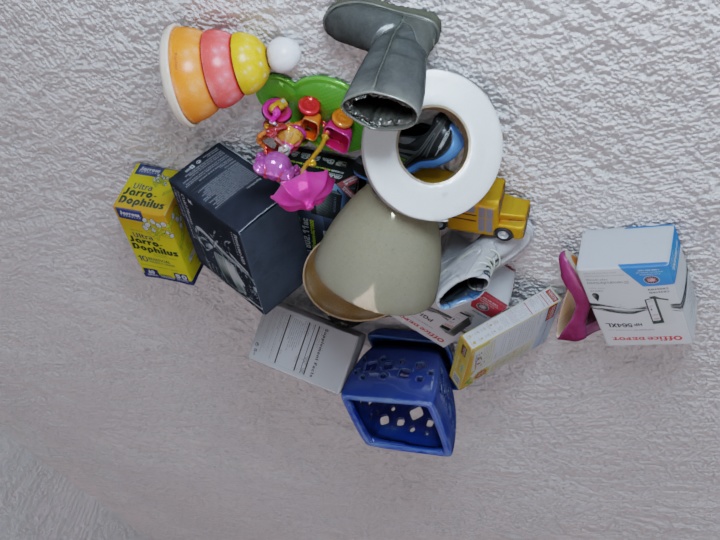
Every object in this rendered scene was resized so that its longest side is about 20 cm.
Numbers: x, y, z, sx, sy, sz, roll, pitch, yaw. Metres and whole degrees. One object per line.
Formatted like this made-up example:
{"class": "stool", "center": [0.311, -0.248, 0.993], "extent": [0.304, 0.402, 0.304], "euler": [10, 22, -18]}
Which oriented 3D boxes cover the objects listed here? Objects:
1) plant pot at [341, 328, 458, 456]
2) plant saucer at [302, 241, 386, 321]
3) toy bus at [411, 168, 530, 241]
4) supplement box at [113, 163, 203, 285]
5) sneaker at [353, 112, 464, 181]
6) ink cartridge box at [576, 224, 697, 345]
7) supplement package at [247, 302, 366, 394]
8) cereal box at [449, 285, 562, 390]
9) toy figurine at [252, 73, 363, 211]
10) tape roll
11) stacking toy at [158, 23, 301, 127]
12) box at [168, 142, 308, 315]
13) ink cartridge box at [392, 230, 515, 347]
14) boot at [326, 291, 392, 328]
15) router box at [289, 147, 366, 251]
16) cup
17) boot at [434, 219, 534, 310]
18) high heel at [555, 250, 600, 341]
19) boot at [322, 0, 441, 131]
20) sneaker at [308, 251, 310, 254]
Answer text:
{"class": "plant pot", "center": [0.094, 0.234, 1.773], "extent": [0.195, 0.183, 0.202], "euler": [3, 143, 23]}
{"class": "plant saucer", "center": [0.000, 0.000, 1.505], "extent": [0.195, 0.036, 0.204], "euler": [-1, 129, -1]}
{"class": "toy bus", "center": [0.163, -0.107, 1.383], "extent": [0.195, 0.066, 0.079], "euler": [10, 143, 16]}
{"class": "supplement box", "center": [-0.359, -0.083, 1.643], "extent": [0.106, 0.111, 0.202], "euler": [9, 143, 15]}
{"class": "sneaker", "center": [0.067, -0.188, 1.334], "extent": [0.197, 0.071, 0.084], "euler": [-15, 113, 42]}
{"class": "ink cartridge box", "center": [0.439, 0.028, 1.403], "extent": [0.143, 0.086, 0.201], "euler": [-4, 138, 32]}
{"class": "supplement package", "center": [-0.103, 0.150, 1.767], "extent": [0.196, 0.122, 0.121], "euler": [20, -179, 8]}
{"class": "cereal box", "center": [0.251, 0.119, 1.549], "extent": [0.040, 0.197, 0.145], "euler": [52, 157, 28]}
{"class": "toy figurine", "center": [-0.094, -0.178, 1.314], "extent": [0.196, 0.187, 0.151], "euler": [22, 146, -1]}
{"class": "tape roll", "center": [0.098, -0.171, 1.227], "extent": [0.199, 0.207, 0.037], "euler": [24, -178, -6]}
{"class": "stacking toy", "center": [-0.179, -0.292, 1.280], "extent": [0.195, 0.149, 0.148], "euler": [-7, 140, 10]}
{"class": "box", "center": [-0.197, -0.071, 1.489], "extent": [0.195, 0.124, 0.202], "euler": [33, 151, 33]}
{"class": "ink cartridge box", "center": [0.154, 0.038, 1.565], "extent": [0.145, 0.084, 0.200], "euler": [30, 144, -15]}
{"class": "boot", "center": [-0.027, 0.055, 1.662], "extent": [0.201, 0.075, 0.152], "euler": [21, 153, -38]}
{"class": "router box", "center": [-0.067, -0.111, 1.496], "extent": [0.146, 0.063, 0.202], "euler": [14, 145, 11]}
{"class": "cup", "center": [0.041, -0.052, 1.325], "extent": [0.196, 0.201, 0.146], "euler": [19, 119, 2]}
{"class": "boot", "center": [0.196, -0.004, 1.399], "extent": [0.198, 0.096, 0.074], "euler": [-32, 118, 7]}
{"class": "high heel", "center": [0.341, 0.047, 1.479], "extent": [0.094, 0.068, 0.200], "euler": [-20, 138, 20]}
{"class": "boot", "center": [0.010, -0.262, 1.132], "extent": [0.177, 0.203, 0.073], "euler": [7, 144, 18]}
{"class": "sneaker", "center": [-0.139, -0.028, 1.632], "extent": [0.196, 0.080, 0.090], "euler": [-4, 141, 32]}
